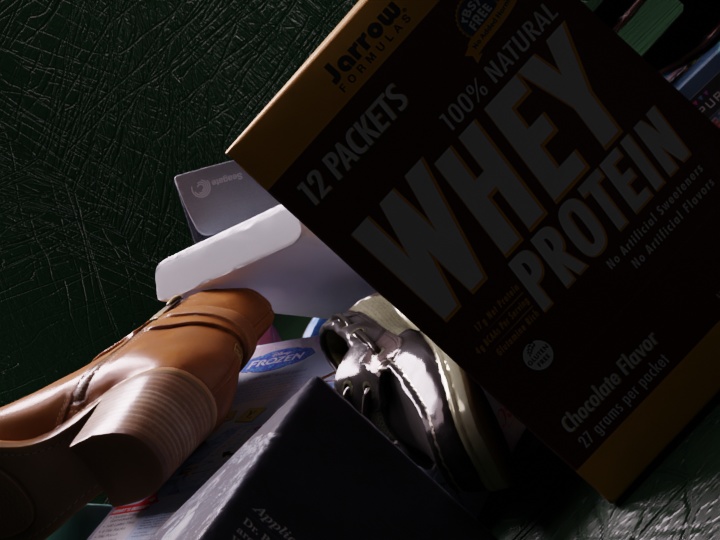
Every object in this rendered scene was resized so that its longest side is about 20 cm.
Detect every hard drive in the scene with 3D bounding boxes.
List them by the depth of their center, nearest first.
[{"bbox_3d":[0.000,0.000,1.055,0.200,0.027,0.132,7,-21,-41],"label":"hard drive"},{"bbox_3d":[-0.003,-0.038,1.075,0.200,0.042,0.135,-12,-22,-3],"label":"hard drive"}]

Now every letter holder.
[{"bbox_3d":[0.159,-0.163,1.126,0.142,0.101,0.200,-50,4,-3],"label":"letter holder"}]

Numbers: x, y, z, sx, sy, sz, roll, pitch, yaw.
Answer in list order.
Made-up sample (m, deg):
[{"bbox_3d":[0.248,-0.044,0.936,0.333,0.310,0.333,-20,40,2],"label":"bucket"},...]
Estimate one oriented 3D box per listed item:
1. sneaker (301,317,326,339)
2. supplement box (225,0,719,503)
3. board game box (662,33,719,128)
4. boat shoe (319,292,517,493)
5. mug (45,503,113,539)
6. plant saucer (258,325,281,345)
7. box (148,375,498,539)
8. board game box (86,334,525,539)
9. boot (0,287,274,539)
[{"bbox_3d":[-0.038,0.099,1.279,0.083,0.071,0.200,-11,52,65],"label":"sneaker"},{"bbox_3d":[0.067,-0.036,0.765,0.133,0.200,0.197,-47,4,5],"label":"supplement box"},{"bbox_3d":[0.227,-0.131,1.121,0.151,0.047,0.200,-46,4,30],"label":"board game box"},{"bbox_3d":[0.020,0.059,0.831,0.066,0.072,0.201,-24,19,-1],"label":"boat shoe"},{"bbox_3d":[-0.132,0.206,1.040,0.152,0.185,0.114,-6,70,31],"label":"mug"},{"bbox_3d":[-0.097,0.122,1.237,0.201,0.051,0.201,-55,23,37],"label":"plant saucer"},{"bbox_3d":[-0.064,0.177,0.711,0.197,0.117,0.200,-46,3,28],"label":"box"},{"bbox_3d":[-0.014,0.092,0.939,0.200,0.041,0.200,-11,24,31],"label":"board game box"},{"bbox_3d":[-0.150,0.071,0.984,0.200,0.077,0.155,-20,21,31],"label":"boot"}]
